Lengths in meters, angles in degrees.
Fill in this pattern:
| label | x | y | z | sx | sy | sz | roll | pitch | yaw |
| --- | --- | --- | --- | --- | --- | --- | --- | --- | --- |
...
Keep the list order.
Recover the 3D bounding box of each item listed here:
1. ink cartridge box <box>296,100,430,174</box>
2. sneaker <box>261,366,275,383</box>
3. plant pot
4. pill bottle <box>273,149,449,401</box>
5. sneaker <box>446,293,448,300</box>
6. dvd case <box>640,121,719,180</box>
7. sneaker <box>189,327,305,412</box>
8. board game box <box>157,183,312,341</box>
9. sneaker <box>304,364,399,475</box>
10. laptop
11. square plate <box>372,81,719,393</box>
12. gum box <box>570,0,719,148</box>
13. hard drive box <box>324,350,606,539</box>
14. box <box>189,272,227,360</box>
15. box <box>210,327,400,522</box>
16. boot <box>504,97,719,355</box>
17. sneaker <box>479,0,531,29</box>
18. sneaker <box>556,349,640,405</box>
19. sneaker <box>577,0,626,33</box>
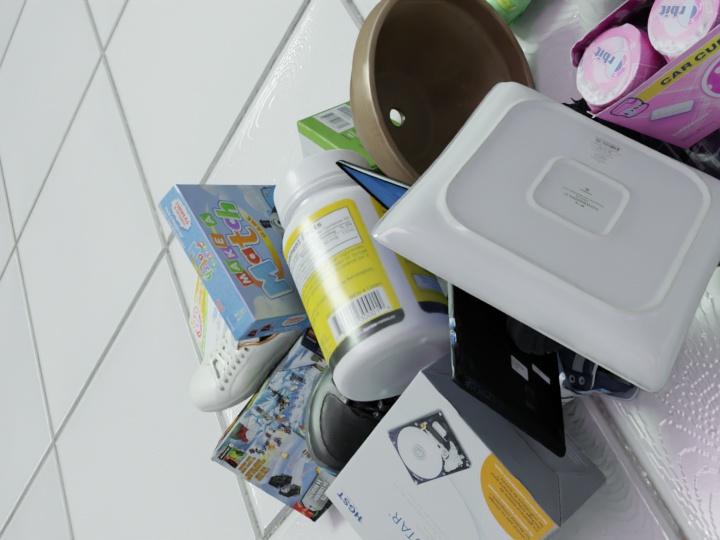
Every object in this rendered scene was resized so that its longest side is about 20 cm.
| label | x | y | z | sx | sy | sz | roll | pitch | yaw |
| --- | --- | --- | --- | --- | --- | --- | --- | --- | --- |
| ink cartridge box | 0.012 | -0.059 | 1.003 | 0.148 | 0.076 | 0.201 | 40 | 148 | 48 |
| sneaker | -0.063 | 0.079 | 1.038 | 0.199 | 0.078 | 0.082 | -28 | 71 | 23 |
| plant pot | 0.059 | -0.146 | 0.847 | 0.093 | 0.200 | 0.202 | -13 | 73 | 52 |
| pill bottle | 0.000 | 0.000 | 0.821 | 0.114 | 0.114 | 0.201 | -47 | 53 | 36 |
| sneaker | 0.125 | -0.014 | 0.840 | 0.080 | 0.071 | 0.200 | 55 | 127 | 36 |
| dvd case | 0.270 | -0.142 | 0.724 | 0.200 | 0.016 | 0.149 | -54 | 45 | 32 |
| sneaker | -0.122 | 0.073 | 0.980 | 0.200 | 0.085 | 0.073 | -41 | 56 | 19 |
| board game box | -0.078 | -0.015 | 0.908 | 0.037 | 0.200 | 0.152 | -44 | 70 | 31 |
| sneaker | 0.010 | 0.092 | 0.878 | 0.201 | 0.073 | 0.082 | -66 | 15 | -15 |
| laptop | 0.066 | 0.026 | 0.705 | 0.103 | 0.177 | 0.201 | -17 | 57 | 29 |
| square plate | 0.140 | -0.041 | 0.625 | 0.199 | 0.198 | 0.029 | 30 | 142 | 13 |
| gum box | 0.251 | -0.166 | 0.646 | 0.200 | 0.113 | 0.066 | -37 | 55 | 42 |
| hard drive box | 0.079 | 0.180 | 0.790 | 0.156 | 0.077 | 0.200 | 47 | 135 | 17 |
| box | -0.119 | 0.020 | 1.075 | 0.102 | 0.112 | 0.201 | 60 | 146 | 39 |
| box | -0.050 | 0.163 | 0.984 | 0.200 | 0.137 | 0.040 | -51 | 9 | 33 |
| boot | 0.152 | -0.042 | 0.698 | 0.168 | 0.199 | 0.077 | 54 | 157 | 34 |
| sneaker | 0.141 | -0.265 | 0.885 | 0.200 | 0.074 | 0.084 | 2 | 112 | 49 |
| sneaker | 0.154 | 0.099 | 0.783 | 0.201 | 0.070 | 0.109 | -62 | 40 | 20 |
| sneaker | 0.195 | -0.295 | 0.740 | 0.073 | 0.116 | 0.201 | -4 | 62 | 20 |
